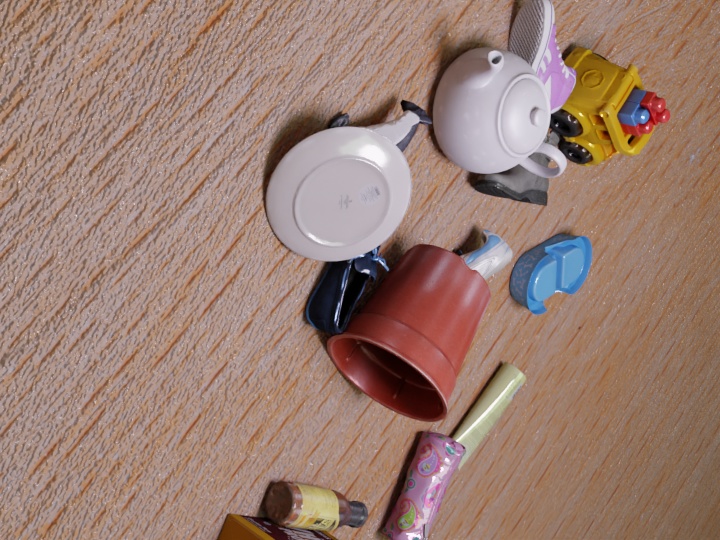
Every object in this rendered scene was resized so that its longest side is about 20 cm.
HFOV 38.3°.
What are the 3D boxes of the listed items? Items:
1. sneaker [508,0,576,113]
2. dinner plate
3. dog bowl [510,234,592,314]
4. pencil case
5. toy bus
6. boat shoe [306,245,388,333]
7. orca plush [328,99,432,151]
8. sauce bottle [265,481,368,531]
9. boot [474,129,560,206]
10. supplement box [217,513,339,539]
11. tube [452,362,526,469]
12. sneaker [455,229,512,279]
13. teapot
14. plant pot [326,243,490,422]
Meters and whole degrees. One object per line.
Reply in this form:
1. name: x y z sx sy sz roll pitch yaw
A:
1. sneaker: 0.292 -0.336 1.627 0.113 0.073 0.203 -15 130 -27
2. dinner plate: -0.025 -0.092 1.354 0.197 0.024 0.202 -9 126 -12
3. dog bowl: 0.341 0.001 1.860 0.199 0.049 0.113 -26 125 -38
4. pencil case: 0.108 0.373 1.743 0.087 0.087 0.202 24 88 -50
5. toy bus: 0.428 -0.257 1.732 0.137 0.191 0.200 -56 140 -15
6. boat shoe: 0.000 0.000 1.466 0.084 0.068 0.202 26 87 -50
7. orca plush: 0.001 -0.167 1.418 0.105 0.071 0.200 43 63 -2
8. sauce bottle: -0.059 0.360 1.565 0.199 0.066 0.067 24 89 -48
9. boot: 0.255 -0.181 1.684 0.199 0.067 0.133 4 97 -54
10. supplement box: -0.120 0.478 1.499 0.199 0.132 0.200 24 89 -50
11. tube: 0.219 0.256 1.846 0.058 0.052 0.201 38 78 -6
12. sneaker: 0.157 0.018 1.663 0.200 0.072 0.072 -44 164 -9
13. teapot: 0.214 -0.228 1.528 0.198 0.145 0.201 -13 111 -41
14. plant pot: 0.084 0.082 1.518 0.196 0.199 0.202 -56 139 -26
